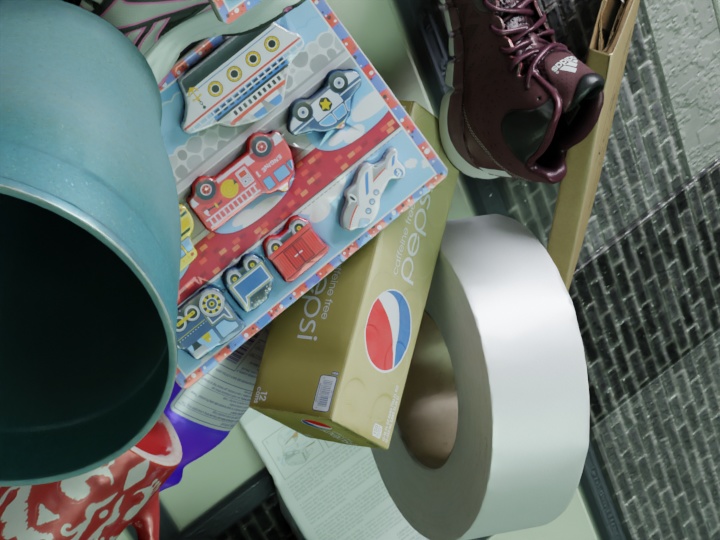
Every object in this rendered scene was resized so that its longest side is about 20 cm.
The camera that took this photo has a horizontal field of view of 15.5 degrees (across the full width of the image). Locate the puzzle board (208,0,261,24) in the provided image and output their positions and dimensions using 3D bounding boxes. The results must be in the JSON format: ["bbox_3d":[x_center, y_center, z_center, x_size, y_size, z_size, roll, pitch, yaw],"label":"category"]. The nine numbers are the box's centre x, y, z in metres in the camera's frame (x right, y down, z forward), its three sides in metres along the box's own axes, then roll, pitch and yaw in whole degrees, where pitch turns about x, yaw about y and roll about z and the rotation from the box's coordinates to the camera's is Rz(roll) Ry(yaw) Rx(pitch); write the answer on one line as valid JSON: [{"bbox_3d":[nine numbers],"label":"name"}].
[{"bbox_3d":[-0.026,-0.242,1.346,0.200,0.017,0.151,-38,117,-21],"label":"puzzle board"}]

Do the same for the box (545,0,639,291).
[{"bbox_3d":[0.147,-0.097,1.661,0.164,0.021,0.201,-69,171,-51],"label":"box"}]

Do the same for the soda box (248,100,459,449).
[{"bbox_3d":[0.000,0.000,1.590,0.068,0.064,0.201,32,70,-53],"label":"soda box"}]

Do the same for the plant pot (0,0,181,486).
[{"bbox_3d":[-0.177,-0.031,1.312,0.198,0.189,0.201,3,133,3],"label":"plant pot"}]

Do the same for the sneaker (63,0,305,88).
[{"bbox_3d":[-0.122,-0.149,1.394,0.199,0.081,0.086,-33,129,10],"label":"sneaker"}]

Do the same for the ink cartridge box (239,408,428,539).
[{"bbox_3d":[0.007,0.110,1.810,0.160,0.047,0.201,-35,125,-10],"label":"ink cartridge box"}]

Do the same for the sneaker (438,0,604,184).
[{"bbox_3d":[0.101,-0.144,1.541,0.075,0.115,0.201,-17,113,-32],"label":"sneaker"}]

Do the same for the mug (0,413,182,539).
[{"bbox_3d":[-0.195,0.150,1.557,0.200,0.134,0.177,-47,138,12],"label":"mug"}]

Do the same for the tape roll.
[{"bbox_3d":[0.067,0.068,1.671,0.070,0.203,0.203,-9,131,-24],"label":"tape roll"}]

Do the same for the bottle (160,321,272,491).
[{"bbox_3d":[-0.108,0.073,1.636,0.200,0.065,0.083,-52,145,11],"label":"bottle"}]

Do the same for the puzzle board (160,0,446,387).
[{"bbox_3d":[-0.068,-0.052,1.516,0.200,0.017,0.151,-39,106,-6],"label":"puzzle board"}]
